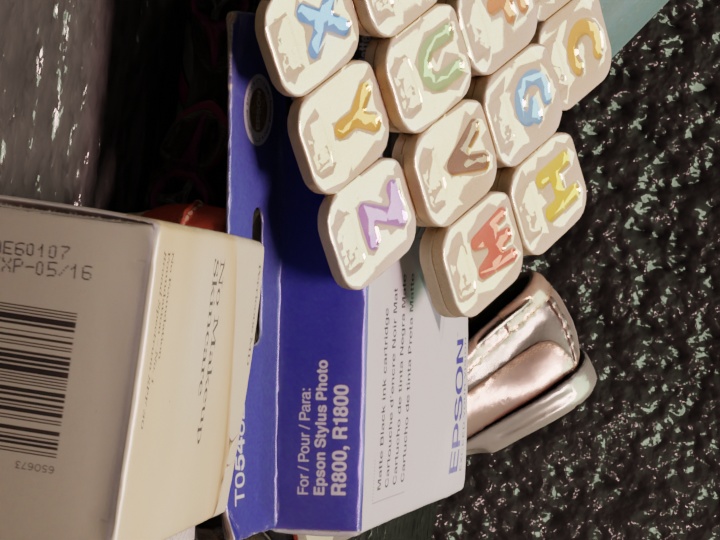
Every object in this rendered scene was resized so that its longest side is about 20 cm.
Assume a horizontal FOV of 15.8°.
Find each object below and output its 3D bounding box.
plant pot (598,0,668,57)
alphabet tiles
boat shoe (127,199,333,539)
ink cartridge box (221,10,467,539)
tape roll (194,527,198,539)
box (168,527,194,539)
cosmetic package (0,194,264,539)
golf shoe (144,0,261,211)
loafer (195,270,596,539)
[{"bbox_3d":[0.109,-0.209,1.135,0.196,0.200,0.200,-50,174,2],"label":"plant pot"},{"bbox_3d":[0.036,-0.088,0.995,0.196,0.015,0.201,-40,122,-42],"label":"alphabet tiles"},{"bbox_3d":[-0.050,0.047,1.042,0.200,0.062,0.071,73,24,-47],"label":"boat shoe"},{"bbox_3d":[0.000,0.000,1.019,0.200,0.040,0.200,-8,100,-71],"label":"ink cartridge box"},{"bbox_3d":[-0.062,0.179,1.252,0.202,0.071,0.203,9,90,-84],"label":"tape roll"},{"bbox_3d":[-0.101,0.138,0.977,0.200,0.039,0.042,-71,169,-59],"label":"box"},{"bbox_3d":[-0.086,0.032,0.833,0.200,0.073,0.104,1,97,-83],"label":"cosmetic package"},{"bbox_3d":[-0.043,-0.086,1.097,0.092,0.072,0.201,82,26,-82],"label":"golf shoe"},{"bbox_3d":[0.009,0.066,1.158,0.063,0.200,0.072,67,-15,-18],"label":"loafer"}]
